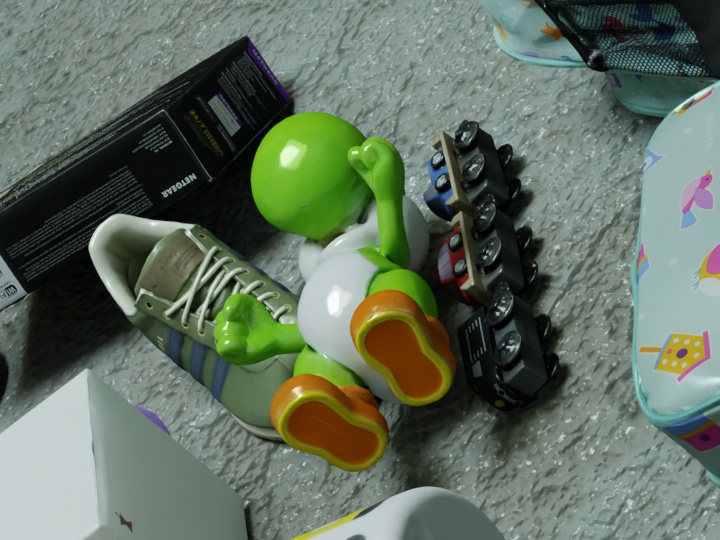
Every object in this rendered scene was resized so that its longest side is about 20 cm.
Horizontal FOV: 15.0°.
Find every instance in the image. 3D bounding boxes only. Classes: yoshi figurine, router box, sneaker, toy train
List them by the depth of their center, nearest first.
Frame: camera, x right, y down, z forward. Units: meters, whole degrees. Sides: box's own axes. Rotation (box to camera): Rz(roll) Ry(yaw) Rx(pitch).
[{"bbox_3d":[-0.014,-0.006,1.275,0.112,0.112,0.200,-2,31,-2],"label":"yoshi figurine"},{"bbox_3d":[0.059,-0.004,1.300,0.046,0.034,0.200,-45,30,26],"label":"toy train"},{"bbox_3d":[-0.074,0.022,1.367,0.067,0.090,0.200,-50,32,-9],"label":"sneaker"},{"bbox_3d":[-0.147,-0.045,1.515,0.200,0.051,0.149,-30,10,24],"label":"router box"}]

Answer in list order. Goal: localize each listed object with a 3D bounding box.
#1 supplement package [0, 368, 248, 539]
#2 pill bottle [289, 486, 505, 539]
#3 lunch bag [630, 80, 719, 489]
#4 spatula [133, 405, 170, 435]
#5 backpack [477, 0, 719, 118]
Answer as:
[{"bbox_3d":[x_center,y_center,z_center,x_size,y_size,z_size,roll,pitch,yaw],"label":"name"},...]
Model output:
[{"bbox_3d":[-0.160,0.166,1.279,0.200,0.117,0.117,-36,32,17],"label":"supplement package"},{"bbox_3d":[-0.032,0.173,1.126,0.200,0.114,0.115,-25,37,30],"label":"pill bottle"},{"bbox_3d":[0.193,-0.008,1.104,0.160,0.077,0.200,-24,38,29],"label":"lunch bag"},{"bbox_3d":[-0.187,0.119,1.344,0.199,0.057,0.021,-20,18,-13],"label":"spatula"},{"bbox_3d":[0.143,-0.163,1.265,0.200,0.151,0.178,11,55,45],"label":"backpack"}]
